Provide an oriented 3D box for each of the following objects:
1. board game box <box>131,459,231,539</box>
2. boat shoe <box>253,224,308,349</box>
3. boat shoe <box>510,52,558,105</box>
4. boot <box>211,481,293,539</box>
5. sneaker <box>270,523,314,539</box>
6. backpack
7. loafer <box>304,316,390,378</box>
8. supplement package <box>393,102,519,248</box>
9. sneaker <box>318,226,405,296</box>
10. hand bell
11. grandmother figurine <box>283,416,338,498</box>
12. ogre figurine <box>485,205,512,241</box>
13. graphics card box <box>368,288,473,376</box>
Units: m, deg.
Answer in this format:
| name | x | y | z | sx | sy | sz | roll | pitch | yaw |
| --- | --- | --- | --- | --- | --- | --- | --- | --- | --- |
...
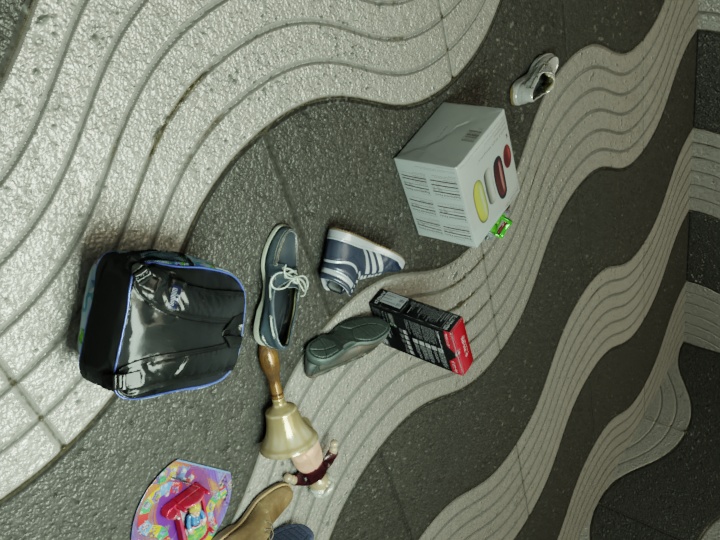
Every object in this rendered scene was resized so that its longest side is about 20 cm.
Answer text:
| name | x | y | z | sx | sy | sz | roll | pitch | yaw |
| --- | --- | --- | --- | --- | --- | --- | --- | --- | --- |
| board game box | -0.269 | 0.392 | 1.197 | 0.200 | 0.039 | 0.159 | 37 | 74 | -52 |
| boat shoe | -0.125 | 0.027 | 1.215 | 0.075 | 0.062 | 0.202 | 16 | 83 | -47 |
| boat shoe | 0.423 | -0.442 | 1.760 | 0.200 | 0.069 | 0.071 | -48 | 136 | -32 |
| boot | -0.173 | 0.452 | 1.322 | 0.200 | 0.075 | 0.074 | -38 | 129 | -44 |
| sneaker | -0.163 | 0.549 | 1.381 | 0.200 | 0.074 | 0.083 | -39 | 134 | -28 |
| backpack | -0.258 | 0.062 | 0.987 | 0.199 | 0.146 | 0.184 | 4 | 100 | -50 |
| loafer | -0.029 | 0.142 | 1.409 | 0.199 | 0.072 | 0.063 | -19 | 139 | -41 |
| supplement package | 0.197 | -0.190 | 1.494 | 0.191 | 0.146 | 0.201 | -50 | 137 | -28 |
| sneaker | 0.000 | 0.000 | 1.372 | 0.199 | 0.070 | 0.109 | 22 | 81 | -47 |
| hand bell | -0.141 | 0.204 | 1.273 | 0.104 | 0.104 | 0.201 | -28 | 114 | -44 |
| grandmother figurine | -0.091 | 0.358 | 1.413 | 0.121 | 0.061 | 0.201 | -25 | 131 | -12 |
| ogre figurine | 0.298 | -0.138 | 1.679 | 0.097 | 0.200 | 0.121 | 12 | 112 | -16 |
| graphics card box | 0.118 | 0.119 | 1.469 | 0.051 | 0.199 | 0.126 | -48 | 136 | -29 |
